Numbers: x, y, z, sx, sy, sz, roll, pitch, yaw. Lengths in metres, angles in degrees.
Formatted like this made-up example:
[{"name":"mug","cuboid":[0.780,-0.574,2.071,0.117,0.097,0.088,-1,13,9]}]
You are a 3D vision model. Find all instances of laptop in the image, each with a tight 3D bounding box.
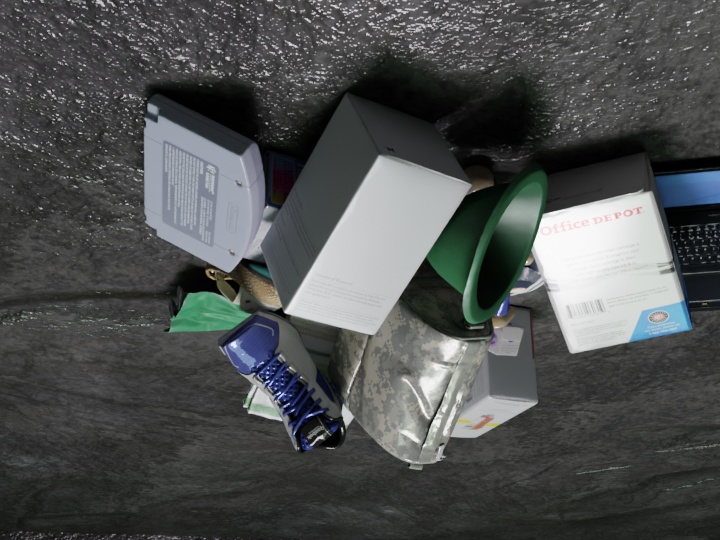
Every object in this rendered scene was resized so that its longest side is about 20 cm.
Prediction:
[{"name":"laptop","cuboid":[0.417,-0.033,1.265,0.175,0.202,0.103,-4,-164,11]}]

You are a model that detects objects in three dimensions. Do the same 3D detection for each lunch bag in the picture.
[{"name":"lunch bag","cuboid":[0.064,0.103,1.253,0.138,0.168,0.202,3,122,-29]}]

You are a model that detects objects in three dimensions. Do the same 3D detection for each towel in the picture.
[{"name":"towel","cuboid":[-0.042,0.103,1.343,0.148,0.031,0.201,18,110,-27]}]

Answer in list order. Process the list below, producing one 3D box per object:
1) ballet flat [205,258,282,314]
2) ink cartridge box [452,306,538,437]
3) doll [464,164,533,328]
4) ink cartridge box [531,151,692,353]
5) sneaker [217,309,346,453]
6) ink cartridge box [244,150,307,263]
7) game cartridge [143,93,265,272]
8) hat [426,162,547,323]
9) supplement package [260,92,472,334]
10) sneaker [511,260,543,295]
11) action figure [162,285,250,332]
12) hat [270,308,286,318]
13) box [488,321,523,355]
[{"name":"ballet flat","cuboid":[-0.128,0.016,1.308,0.070,0.066,0.200,17,-172,-34]},{"name":"ink cartridge box","cuboid":[0.178,0.153,1.631,0.082,0.147,0.200,8,155,-20]},{"name":"doll","cuboid":[0.145,-0.032,1.255,0.048,0.136,0.202,-29,128,-26]},{"name":"ink cartridge box","cuboid":[0.278,-0.018,1.230,0.144,0.085,0.201,-12,124,20]},{"name":"sneaker","cuboid":[-0.072,0.141,1.267,0.080,0.115,0.200,-38,121,3]},{"name":"ink cartridge box","cuboid":[-0.047,-0.055,1.258,0.198,0.077,0.136,15,152,-26]},{"name":"game cartridge","cuboid":[-0.164,-0.085,1.145,0.132,0.041,0.201,30,145,10]},{"name":"hat","cuboid":[0.079,-0.050,1.137,0.175,0.165,0.202,27,130,23]},{"name":"supplement package","cuboid":[0.001,-0.055,1.111,0.116,0.117,0.201,15,121,-30]},{"name":"sneaker","cuboid":[0.165,-0.004,1.360,0.079,0.079,0.199,4,159,-34]},{"name":"action figure","cuboid":[-0.165,0.054,1.526,0.198,0.055,0.118,5,154,-28]},{"name":"hat","cuboid":[-0.057,0.062,1.445,0.081,0.201,0.200,-44,141,11]},{"name":"box","cuboid":[0.128,0.060,1.427,0.041,0.039,0.199,5,-167,-38]}]
